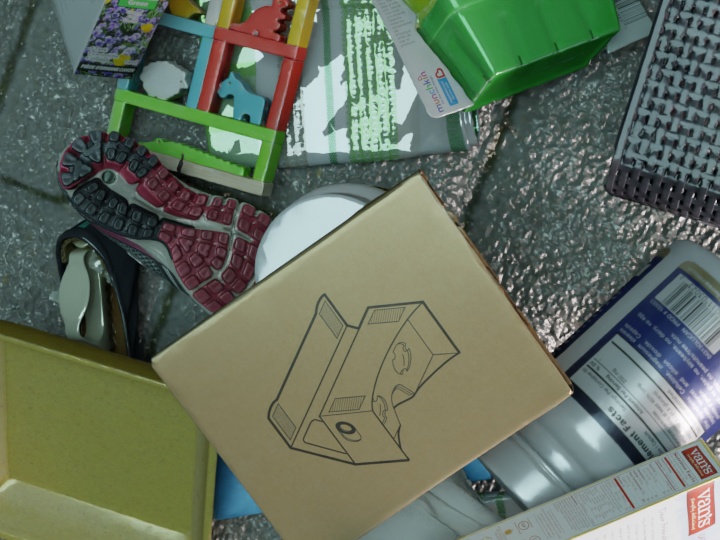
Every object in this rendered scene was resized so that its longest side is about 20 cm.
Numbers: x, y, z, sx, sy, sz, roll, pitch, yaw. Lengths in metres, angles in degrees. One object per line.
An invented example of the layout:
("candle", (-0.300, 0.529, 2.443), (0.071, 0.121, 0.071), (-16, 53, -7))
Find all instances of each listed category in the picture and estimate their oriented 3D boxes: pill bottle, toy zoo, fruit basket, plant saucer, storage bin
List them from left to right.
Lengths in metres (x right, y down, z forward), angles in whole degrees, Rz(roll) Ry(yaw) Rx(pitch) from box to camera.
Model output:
("plant saucer", (-0.187, 0.122, 1.182), (0.199, 0.048, 0.200), (16, 129, 10))
("toy zoo", (-0.101, -0.166, 1.207), (0.131, 0.020, 0.201), (17, 97, 17))
("pill bottle", (0.000, 0.000, 1.121), (0.114, 0.200, 0.115), (0, 91, 11))
("fruit basket", (0.077, -0.213, 1.147), (0.185, 0.094, 0.200), (-23, 72, -23))
("pill bottle", (0.176, 0.084, 1.115), (0.200, 0.111, 0.111), (-42, 83, -3))
("storage bin", (0.233, -0.133, 1.106), (0.094, 0.135, 0.201), (18, 94, 10))

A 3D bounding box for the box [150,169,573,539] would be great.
("box", (0.001, 0.062, 1.013), (0.200, 0.021, 0.164), (-35, 97, 10))

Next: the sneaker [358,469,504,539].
("sneaker", (0.060, 0.157, 1.118), (0.075, 0.089, 0.200), (-36, 123, 28))

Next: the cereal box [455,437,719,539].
("cereal box", (0.138, 0.197, 1.080), (0.200, 0.144, 0.040), (-20, 45, -12))

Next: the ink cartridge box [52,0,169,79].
("ink cartridge box", (-0.155, -0.238, 1.153), (0.200, 0.050, 0.109), (-55, 44, 42))

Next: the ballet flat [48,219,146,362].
("ballet flat", (-0.191, 0.060, 1.225), (0.073, 0.073, 0.201), (-4, 90, 11))

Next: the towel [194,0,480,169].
("towel", (-0.019, -0.150, 1.210), (0.199, 0.031, 0.150), (-5, 89, 11))

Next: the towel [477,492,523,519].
("towel", (0.104, 0.227, 1.187), (0.199, 0.031, 0.150), (-8, 91, 9))

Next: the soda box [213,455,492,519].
("soda box", (-0.007, 0.124, 1.192), (0.199, 0.064, 0.068), (-10, 90, 11))

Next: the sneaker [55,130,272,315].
("sneaker", (-0.126, -0.030, 1.205), (0.200, 0.075, 0.081), (39, 79, -12))
